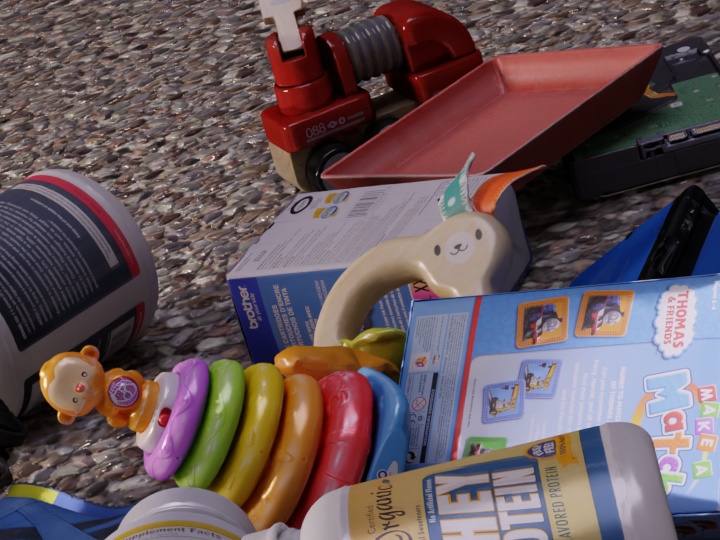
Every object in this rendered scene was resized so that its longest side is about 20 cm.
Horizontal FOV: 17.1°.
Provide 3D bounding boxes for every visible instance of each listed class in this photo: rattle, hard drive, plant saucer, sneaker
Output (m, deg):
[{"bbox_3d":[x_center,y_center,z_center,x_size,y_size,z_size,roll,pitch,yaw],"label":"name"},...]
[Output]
[{"bbox_3d":[0.027,-0.009,1.456,0.130,0.143,0.200,30,86,51],"label":"rattle"},{"bbox_3d":[0.214,-0.116,1.809,0.139,0.038,0.200,-16,21,2],"label":"hard drive"},{"bbox_3d":[0.101,-0.104,1.769,0.199,0.037,0.200,-36,21,-30],"label":"plant saucer"},{"bbox_3d":[-0.147,0.172,1.358,0.200,0.066,0.078,3,44,37],"label":"sneaker"}]

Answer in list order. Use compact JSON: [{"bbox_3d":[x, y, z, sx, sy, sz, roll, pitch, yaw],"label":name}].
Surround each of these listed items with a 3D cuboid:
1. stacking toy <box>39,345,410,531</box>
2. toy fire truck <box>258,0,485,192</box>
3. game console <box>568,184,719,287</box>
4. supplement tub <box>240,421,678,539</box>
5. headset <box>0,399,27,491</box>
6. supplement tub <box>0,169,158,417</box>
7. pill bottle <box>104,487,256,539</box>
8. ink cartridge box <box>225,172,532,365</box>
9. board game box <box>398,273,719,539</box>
[{"bbox_3d":[-0.080,0.086,1.309,0.200,0.116,0.110,20,4,-15],"label":"stacking toy"},{"bbox_3d":[-0.008,-0.181,1.901,0.176,0.200,0.129,-23,23,-15],"label":"toy fire truck"},{"bbox_3d":[0.202,0.044,1.464,0.171,0.118,0.200,-40,8,32],"label":"game console"},{"bbox_3d":[0.054,0.161,1.120,0.200,0.145,0.145,-14,22,5],"label":"supplement tub"},{"bbox_3d":[-0.239,0.126,1.409,0.094,0.200,0.124,30,69,8],"label":"headset"},{"bbox_3d":[-0.251,0.029,1.652,0.140,0.141,0.200,6,30,43],"label":"supplement tub"},{"bbox_3d":[-0.092,0.191,1.196,0.112,0.112,0.200,-14,22,5],"label":"pill bottle"},{"bbox_3d":[0.000,0.000,1.631,0.200,0.076,0.136,-3,25,25],"label":"ink cartridge box"},{"bbox_3d":[0.114,0.079,1.325,0.200,0.037,0.152,-6,56,25],"label":"board game box"}]
